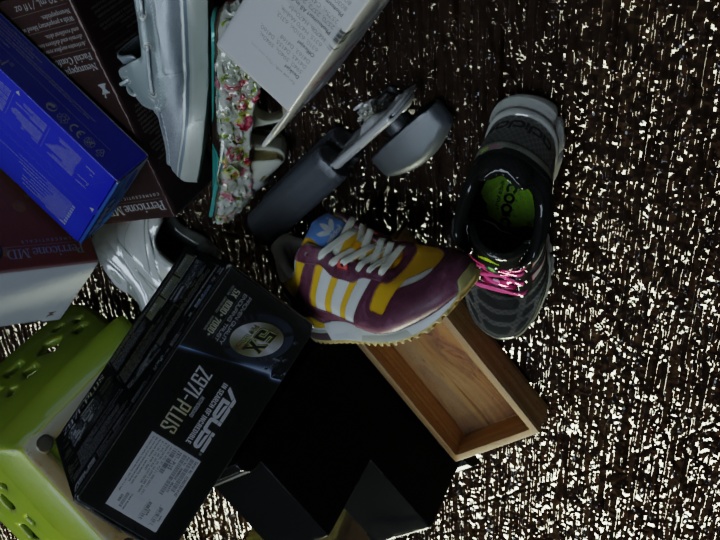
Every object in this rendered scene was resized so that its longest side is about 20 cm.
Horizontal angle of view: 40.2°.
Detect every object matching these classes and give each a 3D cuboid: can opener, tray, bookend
[{"bbox_3d":[-0.016,-0.075,0.755,0.067,0.053,0.199,48,133,-12],"label":"can opener"},{"bbox_3d":[0.061,0.066,0.831,0.098,0.037,0.201,-28,107,41],"label":"tray"},{"bbox_3d":[-0.019,0.173,0.845,0.092,0.200,0.201,-29,109,42],"label":"bookend"}]

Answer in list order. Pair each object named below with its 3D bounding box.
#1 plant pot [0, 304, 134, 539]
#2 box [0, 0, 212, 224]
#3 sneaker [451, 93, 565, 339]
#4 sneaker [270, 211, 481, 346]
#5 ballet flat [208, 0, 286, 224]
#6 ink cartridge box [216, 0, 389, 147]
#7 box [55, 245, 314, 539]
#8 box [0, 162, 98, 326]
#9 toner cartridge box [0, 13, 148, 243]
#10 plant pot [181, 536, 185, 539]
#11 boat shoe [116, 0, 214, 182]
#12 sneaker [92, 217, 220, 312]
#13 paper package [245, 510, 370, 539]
[{"bbox_3d":[-0.258,0.166,0.948,0.180,0.199,0.201,-6,125,54],"label":"plant pot"},{"bbox_3d":[-0.209,-0.143,0.803,0.099,0.075,0.202,-4,123,32],"label":"box"},{"bbox_3d":[0.100,-0.020,0.706,0.072,0.088,0.203,16,131,18],"label":"sneaker"},{"bbox_3d":[0.000,0.000,0.721,0.198,0.075,0.091,-14,115,52],"label":"sneaker"},{"bbox_3d":[-0.085,-0.112,0.760,0.063,0.077,0.202,5,135,-5],"label":"ballet flat"},{"bbox_3d":[-0.018,-0.184,0.630,0.066,0.116,0.200,40,133,-5],"label":"ink cartridge box"},{"bbox_3d":[-0.145,0.093,0.780,0.086,0.202,0.163,36,171,-22],"label":"box"},{"bbox_3d":[-0.332,-0.060,0.827,0.106,0.150,0.203,-42,66,43],"label":"box"},{"bbox_3d":[-0.266,-0.124,0.772,0.200,0.043,0.095,44,136,-5],"label":"toner cartridge box"},{"bbox_3d":[-0.273,0.382,1.168,0.197,0.200,0.202,6,120,26],"label":"plant pot"},{"bbox_3d":[-0.147,-0.163,0.742,0.070,0.071,0.204,3,123,-4],"label":"boat shoe"},{"bbox_3d":[-0.157,0.022,0.897,0.098,0.078,0.202,-19,115,32],"label":"sneaker"},{"bbox_3d":[-0.033,0.364,1.066,0.198,0.104,0.192,-25,109,39],"label":"paper package"}]
